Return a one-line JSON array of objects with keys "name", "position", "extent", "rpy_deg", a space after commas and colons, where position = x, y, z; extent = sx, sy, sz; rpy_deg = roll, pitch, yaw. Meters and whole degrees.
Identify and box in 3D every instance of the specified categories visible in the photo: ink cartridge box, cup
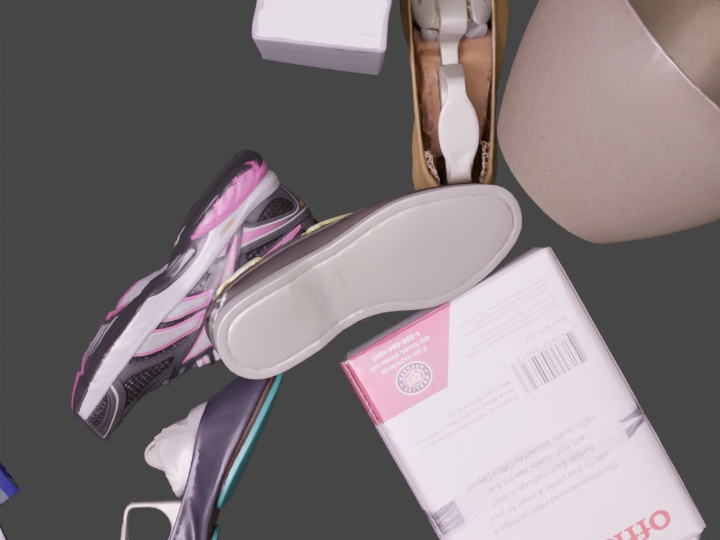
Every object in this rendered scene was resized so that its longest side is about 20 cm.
[{"name": "ink cartridge box", "position": [0.098, 0.105, 1.705], "extent": [0.146, 0.083, 0.201], "rpy_deg": [-29, 91, 0]}, {"name": "cup", "position": [0.165, -0.098, 1.663], "extent": [0.200, 0.200, 0.143], "rpy_deg": [47, 117, -1]}]

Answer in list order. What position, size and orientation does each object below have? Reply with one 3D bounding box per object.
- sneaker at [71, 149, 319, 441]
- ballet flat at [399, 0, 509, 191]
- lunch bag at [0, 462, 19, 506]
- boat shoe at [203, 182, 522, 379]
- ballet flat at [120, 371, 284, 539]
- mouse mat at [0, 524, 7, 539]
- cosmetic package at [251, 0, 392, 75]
[{"name": "sneaker", "position": [-0.096, 0.030, 1.707], "extent": [0.086, 0.080, 0.200], "rpy_deg": [37, 96, -12]}, {"name": "ballet flat", "position": [0.061, -0.131, 1.710], "extent": [0.068, 0.063, 0.201], "rpy_deg": [-5, 91, -1]}, {"name": "lunch bag", "position": [-0.321, 0.108, 1.673], "extent": [0.170, 0.127, 0.200], "rpy_deg": [-33, 122, -5]}, {"name": "boat shoe", "position": [-0.001, -0.003, 1.665], "extent": [0.201, 0.060, 0.072], "rpy_deg": [-26, 112, -9]}, {"name": "ballet flat", "position": [-0.107, 0.142, 1.713], "extent": [0.073, 0.073, 0.201], "rpy_deg": [18, 93, -1]}, {"name": "mouse mat", "position": [-0.312, 0.207, 1.742], "extent": [0.199, 0.008, 0.161], "rpy_deg": [-25, 91, -1]}, {"name": "cosmetic package", "position": [-0.018, -0.179, 1.640], "extent": [0.081, 0.200, 0.113], "rpy_deg": [6, 89, -2]}]
